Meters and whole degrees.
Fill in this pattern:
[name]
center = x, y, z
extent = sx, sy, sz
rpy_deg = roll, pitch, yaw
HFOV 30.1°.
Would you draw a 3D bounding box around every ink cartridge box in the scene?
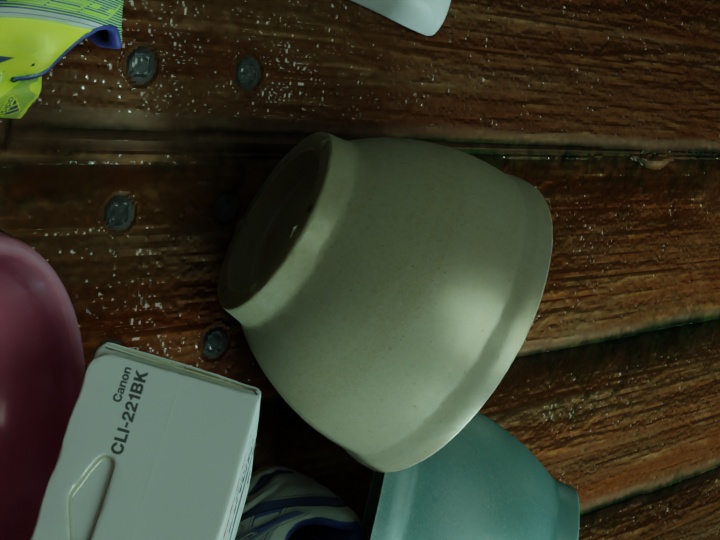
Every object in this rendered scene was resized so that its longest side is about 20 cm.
[ink cartridge box]
center = -0.110, 0.141, 0.678
extent = 0.200, 0.083, 0.145
rpy_deg = 104, 1, -69

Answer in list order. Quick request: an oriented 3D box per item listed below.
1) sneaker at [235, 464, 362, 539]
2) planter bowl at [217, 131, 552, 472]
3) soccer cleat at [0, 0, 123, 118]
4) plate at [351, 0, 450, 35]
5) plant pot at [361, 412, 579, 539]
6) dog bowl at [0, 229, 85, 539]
[sneaker]
center = -0.081, 0.198, 0.823
extent = 0.200, 0.088, 0.076
rpy_deg = -43, 132, -31
[planter bowl]
center = 0.000, 0.000, 0.801
extent = 0.134, 0.200, 0.201
rpy_deg = 32, 75, -21
[soccer cleat]
center = -0.188, -0.099, 0.631
extent = 0.200, 0.064, 0.084
rpy_deg = -39, 130, -36
[plate]
center = 0.020, -0.269, 0.849
extent = 0.199, 0.032, 0.201
rpy_deg = 11, 92, -50
[plant pot]
center = 0.067, 0.186, 0.882
extent = 0.200, 0.133, 0.202
rpy_deg = 13, 90, -90
[dog bowl]
center = -0.198, 0.065, 0.608
extent = 0.200, 0.073, 0.202
rpy_deg = 4, 90, -70
